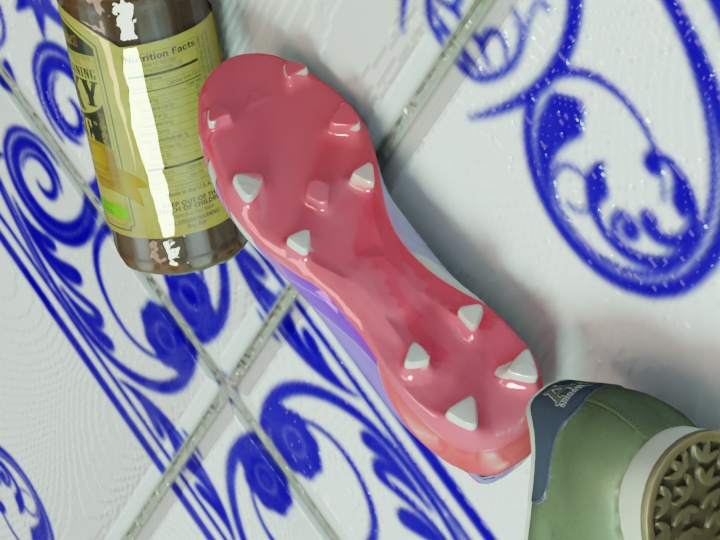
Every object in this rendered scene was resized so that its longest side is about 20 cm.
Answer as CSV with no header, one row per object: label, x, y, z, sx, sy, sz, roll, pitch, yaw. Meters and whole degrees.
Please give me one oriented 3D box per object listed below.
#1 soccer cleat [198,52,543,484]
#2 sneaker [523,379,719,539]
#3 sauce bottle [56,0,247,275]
soccer cleat,0.000,0.000,0.785,0.200,0.067,0.077,50,162,21
sneaker,0.100,0.126,0.742,0.090,0.067,0.201,32,138,49
sauce bottle,-0.091,-0.098,0.833,0.065,0.065,0.200,21,129,46
